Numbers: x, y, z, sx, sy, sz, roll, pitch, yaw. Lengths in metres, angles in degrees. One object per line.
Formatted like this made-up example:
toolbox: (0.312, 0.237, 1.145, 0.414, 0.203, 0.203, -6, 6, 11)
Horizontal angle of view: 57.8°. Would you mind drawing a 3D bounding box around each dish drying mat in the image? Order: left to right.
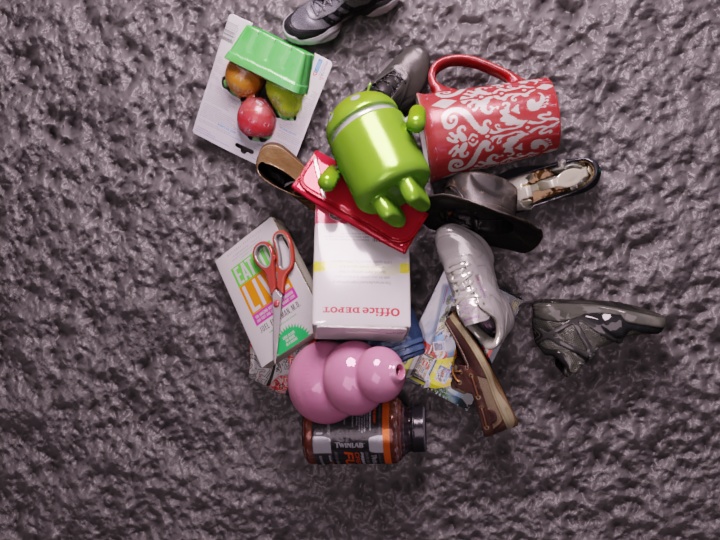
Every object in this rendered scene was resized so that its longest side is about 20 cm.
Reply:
dish drying mat: (-0.001, -0.104, 0.968, 0.198, 0.018, 0.077, 30, 70, 10)

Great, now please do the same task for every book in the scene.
book: (-0.143, 0.036, 1.058, 0.133, 0.048, 0.202, -33, 71, 12)

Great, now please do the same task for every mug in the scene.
mug: (0.186, -0.237, 0.977, 0.196, 0.134, 0.181, -9, 106, 5)

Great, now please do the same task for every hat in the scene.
hat: (0.182, -0.099, 0.979, 0.197, 0.201, 0.082, 18, 77, 5)

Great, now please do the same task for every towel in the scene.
towel: (0.023, 0.056, 1.048, 0.110, 0.049, 0.203, -23, 79, 8)

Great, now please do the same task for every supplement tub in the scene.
supplement tub: (0.009, 0.260, 1.063, 0.196, 0.107, 0.109, -3, 95, 8)

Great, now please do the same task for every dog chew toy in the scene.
dog chew toy: (-0.017, 0.161, 0.968, 0.198, 0.124, 0.127, -15, 94, 41)

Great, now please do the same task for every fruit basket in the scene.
fruit basket: (-0.160, -0.278, 1.053, 0.183, 0.094, 0.202, 25, 114, 4)

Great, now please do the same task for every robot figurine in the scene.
robot figurine: (0.024, -0.163, 0.920, 0.174, 0.115, 0.202, -31, 72, 19)

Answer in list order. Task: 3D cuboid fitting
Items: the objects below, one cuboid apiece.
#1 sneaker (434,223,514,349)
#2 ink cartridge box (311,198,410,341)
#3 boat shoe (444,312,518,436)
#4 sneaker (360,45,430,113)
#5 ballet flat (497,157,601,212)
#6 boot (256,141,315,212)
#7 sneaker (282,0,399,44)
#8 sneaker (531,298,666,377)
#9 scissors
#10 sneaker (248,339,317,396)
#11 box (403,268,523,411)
sneaker: (0.170, 0.024, 0.971, 0.074, 0.100, 0.202, -25, 100, 31)
ink cartridge box: (0.000, 0.000, 0.984, 0.142, 0.084, 0.204, 2, 70, -2)
boat shoe: (0.172, 0.165, 1.014, 0.071, 0.072, 0.202, -27, 98, 8)
sneaker: (0.037, -0.266, 1.014, 0.076, 0.091, 0.201, 40, 97, 11)
ballet flat: (0.275, -0.132, 1.009, 0.196, 0.073, 0.074, -15, 94, 9)
boot: (-0.079, -0.124, 1.035, 0.198, 0.076, 0.074, 29, 114, -14)
sneaker: (-0.038, -0.423, 0.990, 0.197, 0.114, 0.077, -20, 73, 7)
sneaker: (0.368, 0.106, 1.019, 0.195, 0.076, 0.117, 0, 98, 10)
scissors: (-0.125, 0.038, 1.020, 0.072, 0.014, 0.204, -16, 76, 16)
sneaker: (-0.121, 0.104, 1.084, 0.106, 0.067, 0.205, 20, 100, 2)
box: (0.158, 0.106, 1.063, 0.135, 0.038, 0.203, 26, 98, 4)
